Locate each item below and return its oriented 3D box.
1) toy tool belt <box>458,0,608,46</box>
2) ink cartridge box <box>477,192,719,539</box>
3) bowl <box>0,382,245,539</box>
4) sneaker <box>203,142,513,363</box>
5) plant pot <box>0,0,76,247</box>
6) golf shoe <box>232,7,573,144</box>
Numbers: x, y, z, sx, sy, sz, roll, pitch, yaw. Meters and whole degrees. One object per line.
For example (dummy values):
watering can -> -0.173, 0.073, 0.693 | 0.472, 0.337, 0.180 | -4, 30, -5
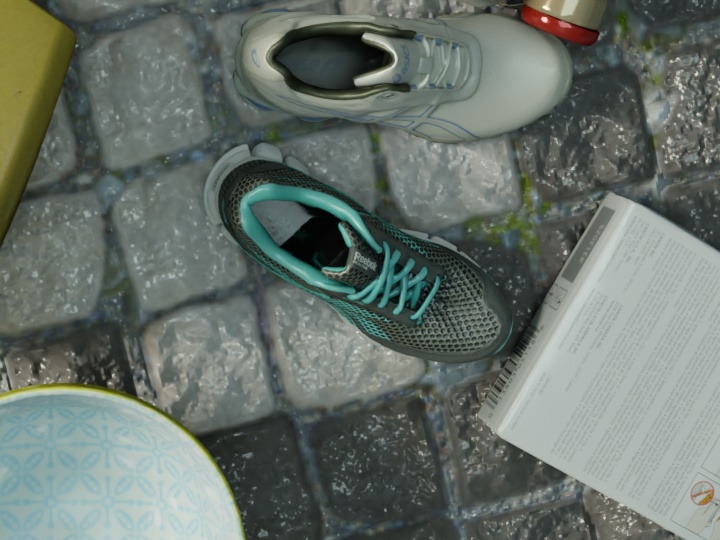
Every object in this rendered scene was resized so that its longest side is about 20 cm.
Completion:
toy tool belt -> 0.060, -0.213, 0.901 | 0.199, 0.125, 0.124 | 19, 104, -10
ink cartridge box -> 0.195, 0.069, 1.000 | 0.199, 0.050, 0.163 | 30, 93, -18
bowl -> -0.166, 0.152, 0.930 | 0.199, 0.108, 0.202 | -1, 98, -7
sneaker -> 0.000, 0.000, 0.937 | 0.199, 0.091, 0.078 | 27, 95, -10
plant pot -> -0.253, -0.081, 0.855 | 0.199, 0.200, 0.177 | 34, 81, -10
golf shoe -> 0.029, -0.109, 0.924 | 0.198, 0.097, 0.079 | -1, 96, -8
